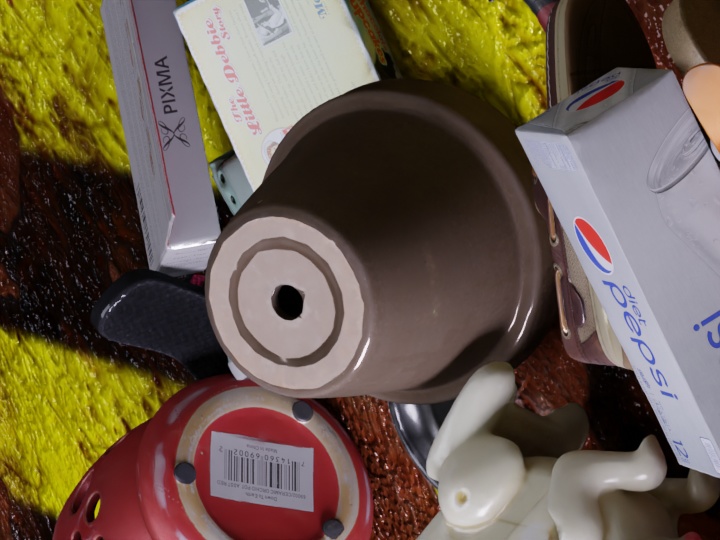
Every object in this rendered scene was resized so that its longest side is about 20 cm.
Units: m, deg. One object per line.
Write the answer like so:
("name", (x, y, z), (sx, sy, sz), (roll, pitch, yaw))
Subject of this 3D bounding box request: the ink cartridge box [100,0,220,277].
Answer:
("ink cartridge box", (-0.132, -0.111, 1.842), (0.176, 0.044, 0.201), (126, 133, -74))

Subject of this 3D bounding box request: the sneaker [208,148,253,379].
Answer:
("sneaker", (-0.062, -0.020, 1.861), (0.118, 0.074, 0.201), (48, 136, 15))

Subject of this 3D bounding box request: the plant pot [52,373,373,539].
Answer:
("plant pot", (-0.100, 0.186, 1.947), (0.201, 0.200, 0.183), (59, 145, 11))

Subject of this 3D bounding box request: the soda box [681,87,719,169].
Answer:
("soda box", (0.215, -0.017, 1.434), (0.200, 0.070, 0.064), (41, 131, 33))

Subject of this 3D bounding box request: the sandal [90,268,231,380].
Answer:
("sandal", (-0.122, 0.029, 1.914), (0.075, 0.200, 0.045), (-49, 57, 10))

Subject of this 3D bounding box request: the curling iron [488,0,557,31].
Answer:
("curling iron", (0.117, -0.135, 1.560), (0.200, 0.026, 0.050), (44, 165, 24))

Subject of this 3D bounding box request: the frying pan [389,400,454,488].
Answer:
("frying pan", (0.081, 0.136, 1.779), (0.191, 0.031, 0.115), (59, 151, -3))

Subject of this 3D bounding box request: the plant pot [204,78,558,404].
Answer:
("plant pot", (0.000, 0.000, 1.621), (0.199, 0.174, 0.202), (8, 108, 26))

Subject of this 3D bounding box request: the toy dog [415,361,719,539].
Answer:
("toy dog", (0.127, 0.173, 1.594), (0.200, 0.194, 0.140), (34, 174, 37))

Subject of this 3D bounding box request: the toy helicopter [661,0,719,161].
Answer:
("toy helicopter", (0.222, -0.062, 1.349), (0.200, 0.132, 0.079), (49, 127, 5))

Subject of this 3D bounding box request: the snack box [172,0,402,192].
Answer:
("snack box", (-0.027, -0.099, 1.739), (0.116, 0.037, 0.201), (-24, 90, 26))

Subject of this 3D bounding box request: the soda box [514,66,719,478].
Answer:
("soda box", (0.157, 0.001, 1.368), (0.201, 0.068, 0.063), (63, 165, -14))

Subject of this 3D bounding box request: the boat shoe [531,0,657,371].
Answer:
("boat shoe", (0.116, -0.047, 1.432), (0.072, 0.072, 0.201), (1, 106, 47))
